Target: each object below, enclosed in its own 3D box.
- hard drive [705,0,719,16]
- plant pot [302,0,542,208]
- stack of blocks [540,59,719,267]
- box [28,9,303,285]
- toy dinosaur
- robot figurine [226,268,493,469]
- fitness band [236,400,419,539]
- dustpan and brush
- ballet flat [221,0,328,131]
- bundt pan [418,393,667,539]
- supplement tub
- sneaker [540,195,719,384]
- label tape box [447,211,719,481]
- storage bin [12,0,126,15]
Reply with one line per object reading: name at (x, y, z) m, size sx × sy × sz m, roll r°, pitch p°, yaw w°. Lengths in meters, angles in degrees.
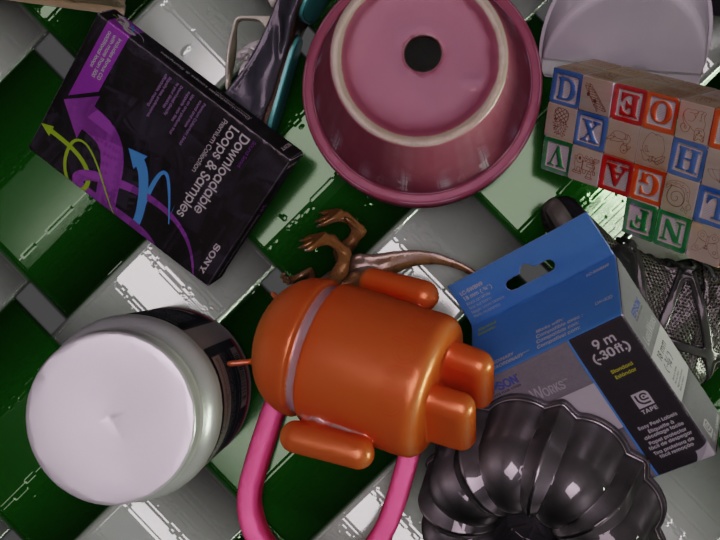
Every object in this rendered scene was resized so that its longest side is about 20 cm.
hard drive at (0.234, -0.274, 0.864) m, size 0.200 × 0.135 × 0.042 m, roll 19°, pitch 56°, yaw 6°
plant pot at (0.046, -0.151, 0.854) m, size 0.200 × 0.179 × 0.200 m, roll 0°, pitch 91°, yaw 5°
stack of blocks at (0.239, -0.084, 0.842) m, size 0.200 × 0.059 × 0.115 m, roll 25°, pitch 121°, yaw 39°
box at (-0.166, -0.101, 0.916) m, size 0.200 × 0.036 × 0.143 m, roll 36°, pitch 115°, yaw 1°
toy dinosaur at (0.000, 0.000, 0.930) m, size 0.200 × 0.060 × 0.106 m, roll -25°, pitch 116°, yaw 7°
robot figurine at (0.002, 0.072, 0.845) m, size 0.200 × 0.117 × 0.144 m, roll 16°, pitch 97°, yaw 18°
fitness band at (-0.027, 0.169, 0.934) m, size 0.143 × 0.037 × 0.200 m, roll 18°, pitch 91°, yaw 3°
dustpan and brush at (0.222, -0.231, 0.856) m, size 0.139 × 0.200 × 0.057 m, roll 7°, pitch 61°, yaw 4°
ballet flat at (-0.069, -0.213, 0.917) m, size 0.073 × 0.073 × 0.200 m, roll 24°, pitch 94°, yaw 3°
bundt pan at (0.135, 0.202, 0.859) m, size 0.202 × 0.076 × 0.202 m, roll 10°, pitch 119°, yaw 20°
supplement tub at (-0.168, 0.102, 0.860) m, size 0.140 × 0.200 × 0.141 m, roll 0°, pitch 91°, yaw 4°
sneaker at (0.238, 0.002, 0.898) m, size 0.114 × 0.076 × 0.200 m, roll -39°, pitch 91°, yaw 2°
label tape box at (0.168, 0.077, 0.864) m, size 0.144 × 0.063 × 0.200 m, roll -30°, pitch 99°, yaw 32°
storage bin at (-0.287, -0.333, 0.915) m, size 0.198 × 0.094 × 0.200 m, roll 8°, pitch 92°, yaw 3°
